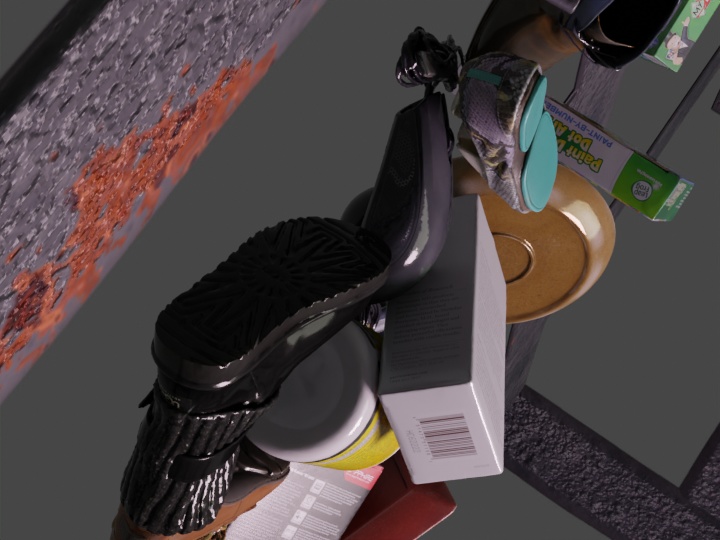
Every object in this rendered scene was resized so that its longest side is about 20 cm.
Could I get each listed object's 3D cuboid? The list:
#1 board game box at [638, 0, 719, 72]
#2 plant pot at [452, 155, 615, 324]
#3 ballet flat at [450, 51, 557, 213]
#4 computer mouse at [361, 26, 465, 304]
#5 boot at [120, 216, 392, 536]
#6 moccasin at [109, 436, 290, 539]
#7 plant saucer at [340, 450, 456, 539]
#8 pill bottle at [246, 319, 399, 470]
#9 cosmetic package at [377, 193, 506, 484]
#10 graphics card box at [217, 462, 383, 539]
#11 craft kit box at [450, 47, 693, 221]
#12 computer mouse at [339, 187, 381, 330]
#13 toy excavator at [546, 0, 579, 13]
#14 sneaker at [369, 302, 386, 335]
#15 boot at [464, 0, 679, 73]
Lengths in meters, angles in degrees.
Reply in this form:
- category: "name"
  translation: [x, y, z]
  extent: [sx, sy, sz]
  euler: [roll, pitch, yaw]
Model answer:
- category: "board game box"
  translation: [0.232, -0.246, 1.202]
  extent: [0.135, 0.029, 0.200]
  euler: [-59, -152, 6]
- category: "plant pot"
  translation: [0.112, -0.016, 1.221]
  extent: [0.201, 0.198, 0.028]
  euler: [109, -11, -47]
- category: "ballet flat"
  translation: [0.098, -0.098, 1.017]
  extent: [0.072, 0.072, 0.200]
  euler: [-55, 162, -8]
- category: "computer mouse"
  translation: [0.044, -0.066, 1.043]
  extent: [0.138, 0.052, 0.202]
  euler: [-20, 127, -74]
- category: "boot"
  translation: [-0.071, 0.064, 0.961]
  extent: [0.210, 0.079, 0.159]
  euler: [-30, 146, -42]
- category: "moccasin"
  translation: [-0.113, 0.163, 1.067]
  extent: [0.078, 0.074, 0.201]
  euler: [-52, 173, 22]
- category: "plant saucer"
  translation: [-0.012, 0.243, 1.462]
  extent: [0.199, 0.037, 0.200]
  euler: [-37, -165, 1]
- category: "pill bottle"
  translation: [-0.018, 0.094, 1.125]
  extent: [0.113, 0.112, 0.200]
  euler: [-57, 161, 0]
- category: "cosmetic package"
  translation: [0.065, 0.048, 1.104]
  extent: [0.201, 0.070, 0.102]
  euler: [-82, 158, -48]
- category: "graphics card box"
  translation: [-0.082, 0.223, 1.245]
  extent: [0.125, 0.051, 0.201]
  euler: [28, 94, -42]
- category: "craft kit box"
  translation: [0.181, -0.110, 1.236]
  extent: [0.049, 0.197, 0.200]
  euler: [-55, 167, 10]
- category: "computer mouse"
  translation: [0.000, 0.000, 1.164]
  extent: [0.201, 0.034, 0.059]
  euler: [94, 17, -56]
- category: "toy excavator"
  translation: [0.144, -0.289, 0.939]
  extent: [0.195, 0.099, 0.200]
  euler: [-63, 179, 33]
- category: "sneaker"
  translation: [-0.014, 0.092, 1.312]
  extent: [0.199, 0.109, 0.070]
  euler: [-29, -176, 28]
- category: "boot"
  translation: [0.139, -0.167, 0.980]
  extent: [0.200, 0.074, 0.097]
  euler: [-42, -156, 33]
